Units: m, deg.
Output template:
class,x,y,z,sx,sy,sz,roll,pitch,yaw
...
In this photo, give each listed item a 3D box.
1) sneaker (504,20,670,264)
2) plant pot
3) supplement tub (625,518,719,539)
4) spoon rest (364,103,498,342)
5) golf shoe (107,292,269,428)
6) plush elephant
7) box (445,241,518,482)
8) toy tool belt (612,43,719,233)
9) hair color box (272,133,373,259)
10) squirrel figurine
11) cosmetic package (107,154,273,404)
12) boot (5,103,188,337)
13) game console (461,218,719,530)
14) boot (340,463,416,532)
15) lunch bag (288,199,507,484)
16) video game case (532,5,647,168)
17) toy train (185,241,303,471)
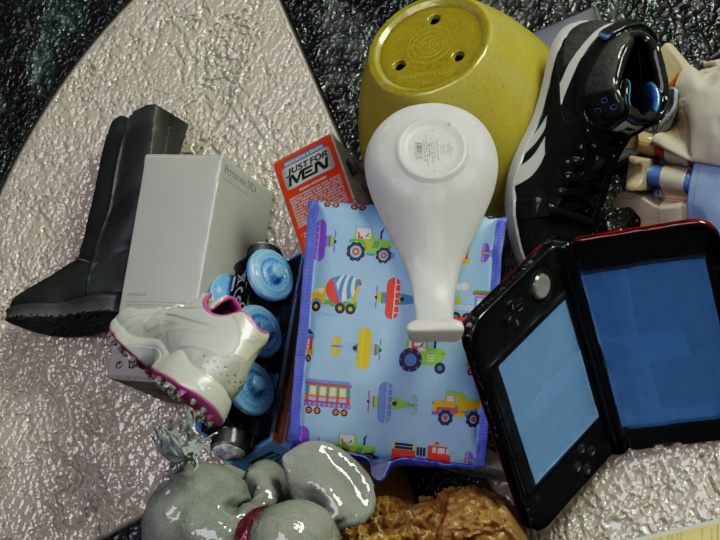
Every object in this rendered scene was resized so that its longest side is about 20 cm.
class,x,y,z,sx,sy,sz,roll,pitch,yaw
sneaker,0.170,-0.089,1.218,0.112,0.073,0.202,11,90,65
plant pot,0.078,-0.134,1.316,0.198,0.142,0.201,-12,52,16
supplement tub,0.251,0.251,1.167,0.199,0.145,0.147,-17,68,18
spoon rest,0.051,-0.034,1.191,0.098,0.061,0.202,0,61,2
golf shoe,-0.133,0.056,1.295,0.092,0.075,0.200,-51,31,-8
plush elephant,-0.072,0.203,1.190,0.154,0.201,0.165,25,50,28
box,0.115,0.065,1.328,0.082,0.068,0.202,5,76,26
toy tool belt,0.257,-0.068,1.282,0.122,0.124,0.202,21,103,41
hair color box,0.000,0.000,1.376,0.064,0.111,0.201,-24,65,14
squirrel figurine,0.052,0.266,1.243,0.186,0.141,0.201,-27,72,14
cosmetic package,-0.147,0.009,1.439,0.084,0.108,0.202,2,76,25
boot,-0.243,-0.045,1.520,0.164,0.066,0.202,-6,68,34
game console,0.186,0.081,1.208,0.118,0.201,0.172,12,42,43
boot,-0.045,0.219,1.358,0.200,0.071,0.145,-23,60,12
lunch bag,0.027,0.059,1.241,0.149,0.094,0.202,5,77,5
video game case,0.131,-0.125,1.410,0.199,0.019,0.144,-21,67,15
toy train,-0.073,0.074,1.360,0.086,0.114,0.201,-30,41,43
